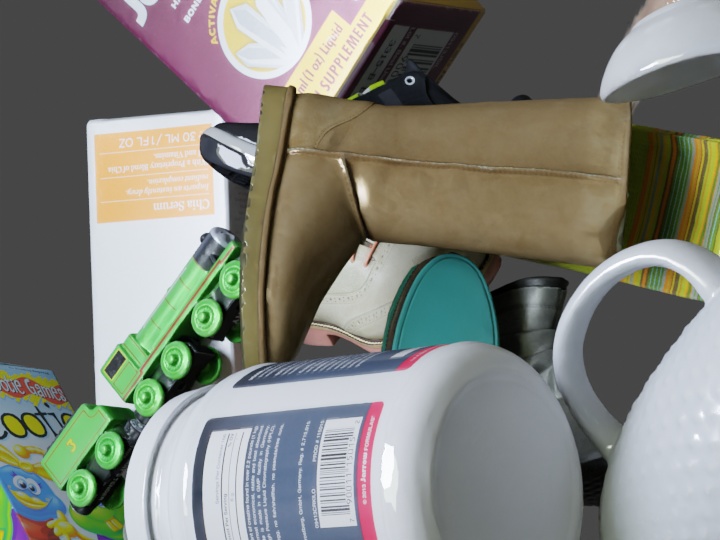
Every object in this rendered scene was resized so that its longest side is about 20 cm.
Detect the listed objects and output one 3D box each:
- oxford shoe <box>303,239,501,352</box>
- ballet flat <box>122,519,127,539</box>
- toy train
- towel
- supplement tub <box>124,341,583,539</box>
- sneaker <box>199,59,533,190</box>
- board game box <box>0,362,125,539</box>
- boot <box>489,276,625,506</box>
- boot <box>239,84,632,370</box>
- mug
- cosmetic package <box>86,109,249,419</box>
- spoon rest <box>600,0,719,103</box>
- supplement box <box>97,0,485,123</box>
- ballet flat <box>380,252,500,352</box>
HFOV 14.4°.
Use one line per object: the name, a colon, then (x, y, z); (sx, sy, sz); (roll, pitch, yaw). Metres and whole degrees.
oxford shoe: (0.000, 0.000, 1.617); (0.200, 0.074, 0.071); (-8, 39, 53)
ballet flat: (-0.092, 0.208, 1.720); (0.064, 0.067, 0.201); (108, 146, -49)
toy train: (-0.118, 0.057, 1.664); (0.056, 0.042, 0.200); (47, 110, 32)
towel: (0.131, -0.039, 1.557); (0.199, 0.018, 0.087); (13, 91, 47)
supplement tub: (-0.004, 0.112, 1.395); (0.199, 0.140, 0.141); (-8, 76, 42)
sneaker: (0.012, -0.075, 1.579); (0.072, 0.199, 0.083); (88, -170, -83)
board game box: (-0.223, 0.162, 1.825); (0.105, 0.103, 0.200); (-54, 48, 24)
boot: (0.102, 0.062, 1.529); (0.200, 0.067, 0.131); (-16, 69, 49)
boot: (0.039, -0.020, 1.489); (0.066, 0.199, 0.176); (90, -174, -68)
mug: (0.181, 0.072, 1.368); (0.200, 0.148, 0.176); (43, 121, 8)
cosmetic package: (-0.104, 0.007, 1.719); (0.101, 0.071, 0.201); (-5, 87, 27)
spoon rest: (0.211, -0.126, 1.447); (0.199, 0.099, 0.061); (-27, 79, 26)
supplement box: (-0.048, -0.162, 1.673); (0.200, 0.103, 0.131); (42, 112, 25)
ballet flat: (0.039, 0.091, 1.513); (0.070, 0.067, 0.201); (118, 153, -63)
